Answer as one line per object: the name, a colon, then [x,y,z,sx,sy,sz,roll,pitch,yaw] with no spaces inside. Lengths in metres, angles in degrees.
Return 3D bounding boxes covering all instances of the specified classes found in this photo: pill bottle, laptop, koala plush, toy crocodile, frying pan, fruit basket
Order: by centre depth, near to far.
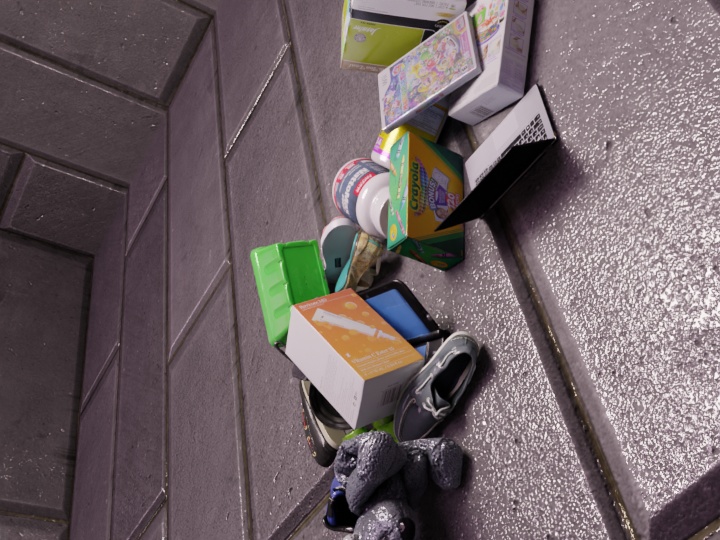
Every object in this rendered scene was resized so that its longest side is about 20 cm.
koala plush: [0.039,0.349,1.233,0.183,0.174,0.205,-30,55,53]
laptop: [0.193,-0.173,1.303,0.187,0.114,0.203,-47,37,38]
toy crocodile: [0.035,0.269,1.400,0.068,0.061,0.199,57,136,4]
frying pan: [-0.066,0.196,1.433,0.031,0.186,0.118,61,-137,-84]
pill bottle: [0.100,-0.273,1.545,0.204,0.103,0.104,-67,28,9]
pill bottle: [0.034,-0.126,1.565,0.122,0.118,0.200,-67,28,9]
fruit basket: [-0.136,0.050,1.724,0.214,0.152,0.221,21,114,59]

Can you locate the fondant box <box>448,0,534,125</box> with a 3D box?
fondant box: [0.217,-0.362,1.425,0.144,0.057,0.205,-21,57,60]

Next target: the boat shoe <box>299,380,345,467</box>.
boat shoe: [-0.081,0.271,1.591,0.063,0.073,0.203,-50,38,20]

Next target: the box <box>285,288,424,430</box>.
box: [-0.012,0.134,1.355,0.200,0.123,0.099,41,133,38]

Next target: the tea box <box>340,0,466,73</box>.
tea box: [0.071,-0.466,1.549,0.198,0.195,0.136,109,164,-57]

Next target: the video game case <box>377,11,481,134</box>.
video game case: [0.112,-0.335,1.462,0.198,0.018,0.146,-30,46,30]

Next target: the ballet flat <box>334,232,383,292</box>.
ballet flat: [0.000,0.000,1.599,0.201,0.069,0.072,114,160,-58]

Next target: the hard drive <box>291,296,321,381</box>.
hard drive: [-0.060,0.126,1.546,0.200,0.032,0.143,24,-98,-74]

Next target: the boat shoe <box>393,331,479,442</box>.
boat shoe: [0.110,0.184,1.277,0.202,0.072,0.062,-57,8,14]

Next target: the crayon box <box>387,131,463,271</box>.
crayon box: [0.108,-0.114,1.421,0.058,0.117,0.204,-33,47,49]

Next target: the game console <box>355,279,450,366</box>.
game console: [0.043,0.132,1.400,0.199,0.114,0.180,-24,53,56]

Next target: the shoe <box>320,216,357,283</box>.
shoe: [-0.046,-0.064,1.656,0.201,0.070,0.093,95,169,-59]

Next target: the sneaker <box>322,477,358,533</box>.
sneaker: [-0.014,0.364,1.369,0.199,0.113,0.082,22,92,62]
